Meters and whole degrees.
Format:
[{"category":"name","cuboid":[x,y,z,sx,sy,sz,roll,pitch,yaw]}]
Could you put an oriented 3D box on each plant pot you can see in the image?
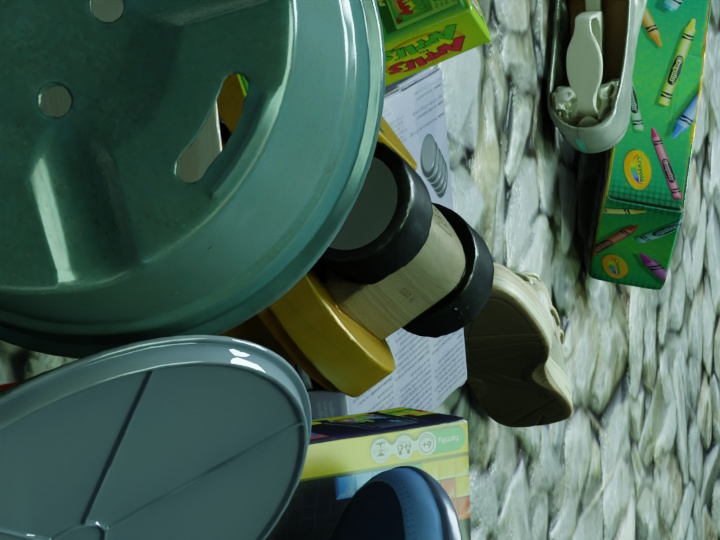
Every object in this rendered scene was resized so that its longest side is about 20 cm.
[{"category":"plant pot","cuboid":[-0.090,-0.067,0.779,0.196,0.198,0.202,-92,-178,-89]}]

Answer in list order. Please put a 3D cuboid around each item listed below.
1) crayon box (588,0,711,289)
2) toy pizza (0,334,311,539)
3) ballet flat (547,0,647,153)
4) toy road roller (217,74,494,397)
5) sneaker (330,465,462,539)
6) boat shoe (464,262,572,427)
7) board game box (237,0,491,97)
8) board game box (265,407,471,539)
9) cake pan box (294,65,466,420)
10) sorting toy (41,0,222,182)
[{"category":"crayon box","cuboid":[0.209,-0.103,1.802,0.119,0.058,0.201,92,8,-62]},{"category":"toy pizza","cuboid":[-0.108,0.087,0.886,0.032,0.200,0.200,55,3,30]},{"category":"ballet flat","cuboid":[0.163,-0.183,1.711,0.064,0.067,0.202,21,72,-70]},{"category":"toy road roller","cuboid":[-0.047,-0.030,1.128,0.201,0.146,0.123,58,8,26]},{"category":"sneaker","cuboid":[-0.025,0.163,0.976,0.082,0.074,0.201,32,76,-29]},{"category":"boat shoe","cuboid":[0.087,0.033,1.517,0.200,0.072,0.065,54,32,-61]},{"category":"board game box","cuboid":[-0.027,-0.173,1.059,0.048,0.101,0.201,36,33,-72]},{"category":"board game box","cuboid":[-0.045,0.151,1.037,0.199,0.057,0.167,-7,96,-33]},{"category":"cake pan box","cuboid":[0.000,0.000,1.308,0.200,0.052,0.186,-39,124,-64]},{"category":"sorting toy","cuboid":[-0.097,-0.085,1.000,0.180,0.106,0.202,55,27,-76]}]
